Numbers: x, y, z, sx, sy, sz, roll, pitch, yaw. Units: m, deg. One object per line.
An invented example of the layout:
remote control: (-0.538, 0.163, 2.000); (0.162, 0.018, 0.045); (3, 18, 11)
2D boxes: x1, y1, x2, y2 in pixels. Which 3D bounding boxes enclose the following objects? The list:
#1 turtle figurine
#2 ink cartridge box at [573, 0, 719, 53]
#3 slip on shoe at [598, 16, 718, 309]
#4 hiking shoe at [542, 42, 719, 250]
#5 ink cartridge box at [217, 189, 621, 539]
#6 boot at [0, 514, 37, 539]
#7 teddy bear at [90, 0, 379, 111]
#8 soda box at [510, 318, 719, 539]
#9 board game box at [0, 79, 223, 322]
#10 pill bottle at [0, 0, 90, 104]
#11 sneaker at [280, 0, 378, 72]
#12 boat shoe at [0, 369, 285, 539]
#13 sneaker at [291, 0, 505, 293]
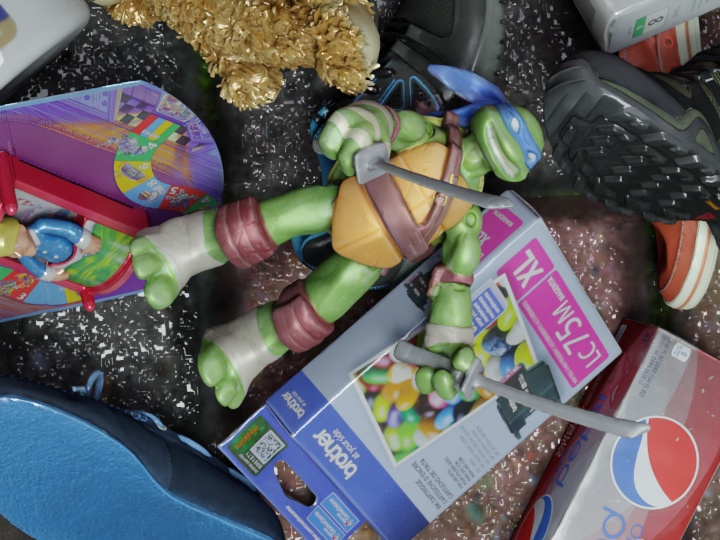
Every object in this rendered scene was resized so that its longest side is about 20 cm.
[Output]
turtle figurine: (0.000, 0.000, 0.764); (0.193, 0.144, 0.201); (-25, 60, 14)
ink cartridge box: (0.180, -0.223, 0.875); (0.199, 0.050, 0.162); (-24, 71, -6)
slip on shoe: (0.155, -0.078, 0.900); (0.061, 0.074, 0.201); (-8, 89, -5)
hiking shoe: (0.165, -0.075, 0.826); (0.199, 0.076, 0.101); (23, 61, -35)
ink cartridge box: (0.035, 0.066, 0.874); (0.200, 0.042, 0.119); (-39, 130, -3)
boot: (-0.171, 0.174, 0.814); (0.174, 0.069, 0.200); (37, 44, -7)
teddy bear: (-0.072, -0.138, 0.777); (0.199, 0.145, 0.067); (32, 68, 23)
soda box: (0.136, 0.131, 0.911); (0.070, 0.063, 0.201); (28, 89, -10)
board game box: (-0.160, -0.012, 0.808); (0.199, 0.158, 0.039); (-12, 53, -10)
pill bottle: (-0.236, -0.161, 0.797); (0.120, 0.120, 0.200); (-41, 99, -6)
sneaker: (-0.059, -0.195, 0.851); (0.079, 0.075, 0.201); (-21, 82, 19)
boat shoe: (-0.123, 0.106, 0.836); (0.084, 0.069, 0.200); (-39, 128, 13)
sneaker: (0.020, -0.087, 0.867); (0.081, 0.073, 0.201); (10, 91, -20)
